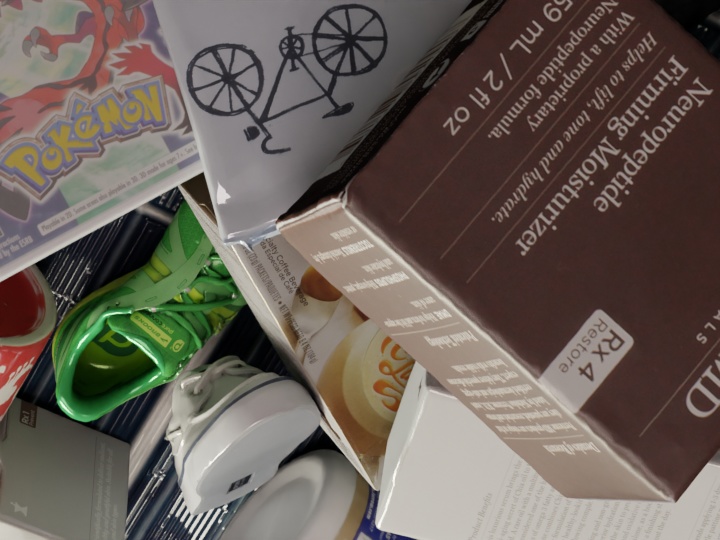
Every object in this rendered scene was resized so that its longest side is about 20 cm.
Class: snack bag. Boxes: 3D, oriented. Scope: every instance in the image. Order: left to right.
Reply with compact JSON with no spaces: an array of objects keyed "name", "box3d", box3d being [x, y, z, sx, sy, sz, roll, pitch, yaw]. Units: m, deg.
[{"name":"snack bag","box3d":[-0.004,-0.129,1.441,0.188,0.021,0.201,-17,93,-4]}]

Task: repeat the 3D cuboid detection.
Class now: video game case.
[{"name":"video game case","box3d":[-0.142,-0.116,1.450,0.200,0.023,0.183,-29,90,-6]}]

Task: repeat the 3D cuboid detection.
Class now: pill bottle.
[{"name":"pill bottle","box3d":[0.019,0.203,1.693,0.200,0.116,0.116,41,120,-20]}]

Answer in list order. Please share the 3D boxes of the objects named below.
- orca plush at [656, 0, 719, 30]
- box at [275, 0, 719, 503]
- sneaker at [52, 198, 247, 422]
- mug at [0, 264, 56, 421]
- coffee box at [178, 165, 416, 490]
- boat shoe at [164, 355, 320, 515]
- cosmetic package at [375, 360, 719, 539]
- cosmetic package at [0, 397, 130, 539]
[{"name":"orca plush","box3d":[0.097,-0.128,1.480,0.199,0.071,0.105,-1,125,7]},{"name":"box","box3d":[0.096,-0.020,1.352,0.200,0.164,0.166,42,79,-6]},{"name":"sneaker","box3d":[-0.092,0.015,1.594,0.074,0.084,0.200,36,118,-18]},{"name":"mug","box3d":[-0.276,0.068,1.621,0.177,0.134,0.200,17,124,-32]},{"name":"coffee box","box3d":[0.000,0.000,1.539,0.114,0.080,0.200,-34,127,-7]},{"name":"boat shoe","box3d":[-0.075,0.080,1.596,0.073,0.066,0.200,-23,170,-20]},{"name":"cosmetic package","box3d":[0.117,0.097,1.492,0.199,0.071,0.102,15,128,-5]},{"name":"cosmetic package","box3d":[-0.212,0.181,1.709,0.090,0.107,0.200,26,125,-20]}]
